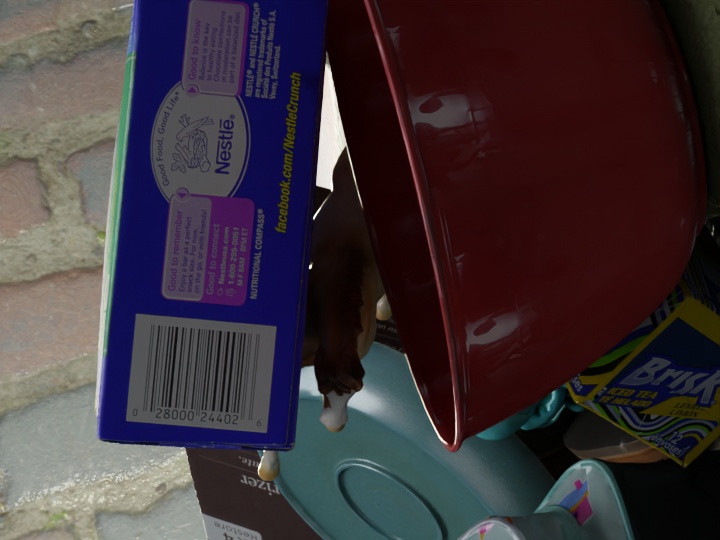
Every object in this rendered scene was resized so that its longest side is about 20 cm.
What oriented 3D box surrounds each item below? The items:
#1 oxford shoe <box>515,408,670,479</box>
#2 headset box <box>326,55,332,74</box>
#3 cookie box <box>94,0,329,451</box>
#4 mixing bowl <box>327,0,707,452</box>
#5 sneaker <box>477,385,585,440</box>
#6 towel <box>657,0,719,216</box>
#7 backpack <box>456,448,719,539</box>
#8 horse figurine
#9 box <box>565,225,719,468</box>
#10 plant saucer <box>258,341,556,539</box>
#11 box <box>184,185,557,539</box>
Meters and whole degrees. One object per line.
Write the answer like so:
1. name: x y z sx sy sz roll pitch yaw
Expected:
1. oxford shoe: 0.132 0.077 1.047 0.071 0.071 0.200 45 170 -2
2. headset box: -0.005 -0.180 0.915 0.149 0.075 0.201 44 154 32
3. cookie box: -0.062 -0.019 0.895 0.200 0.075 0.172 166 109 -84
4. mixing bowl: 0.058 -0.045 0.811 0.200 0.108 0.201 166 90 -86
5. sneaker: 0.074 0.033 1.042 0.200 0.077 0.080 -15 -89 -68
6. towel: 0.119 -0.095 0.822 0.200 0.036 0.149 -127 23 -77
7. backpack: 0.091 0.189 0.949 0.200 0.153 0.177 -55 48 52
8. horse figurine: 0.000 0.000 0.974 0.133 0.050 0.201 102 -171 -53
9. box: 0.098 -0.017 0.939 0.070 0.064 0.200 31 -158 -36
10. plant saucer: 0.020 0.108 1.112 0.199 0.027 0.201 28 150 18
11. box: 0.013 0.089 1.277 0.164 0.165 0.201 -54 -33 -40
